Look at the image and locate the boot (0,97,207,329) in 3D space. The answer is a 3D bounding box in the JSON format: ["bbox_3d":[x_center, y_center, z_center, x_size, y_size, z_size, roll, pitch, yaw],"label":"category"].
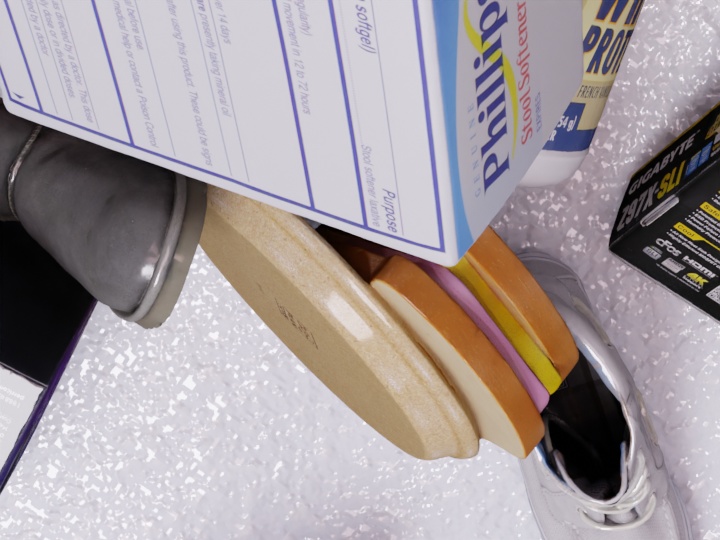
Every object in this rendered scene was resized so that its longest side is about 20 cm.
[{"bbox_3d":[-0.172,-0.045,0.708,0.199,0.182,0.073,19,95,-27],"label":"boot"}]

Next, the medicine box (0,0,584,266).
[{"bbox_3d":[-0.037,-0.122,0.603,0.199,0.103,0.183,19,144,23],"label":"medicine box"}]

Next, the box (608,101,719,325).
[{"bbox_3d":[0.229,-0.006,0.780,0.199,0.049,0.160,31,145,-9],"label":"box"}]

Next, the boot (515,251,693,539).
[{"bbox_3d":[0.105,0.094,0.834,0.073,0.096,0.201,-24,104,7],"label":"boot"}]

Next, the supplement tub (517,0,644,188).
[{"bbox_3d":[0.055,-0.149,0.741,0.144,0.144,0.201,18,106,-4],"label":"supplement tub"}]

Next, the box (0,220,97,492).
[{"bbox_3d":[-0.176,0.057,0.773,0.079,0.200,0.142,30,105,-7],"label":"box"}]

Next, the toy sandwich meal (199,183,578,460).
[{"bbox_3d":[0.000,0.000,0.769,0.070,0.205,0.205,-43,102,-10],"label":"toy sandwich meal"}]
